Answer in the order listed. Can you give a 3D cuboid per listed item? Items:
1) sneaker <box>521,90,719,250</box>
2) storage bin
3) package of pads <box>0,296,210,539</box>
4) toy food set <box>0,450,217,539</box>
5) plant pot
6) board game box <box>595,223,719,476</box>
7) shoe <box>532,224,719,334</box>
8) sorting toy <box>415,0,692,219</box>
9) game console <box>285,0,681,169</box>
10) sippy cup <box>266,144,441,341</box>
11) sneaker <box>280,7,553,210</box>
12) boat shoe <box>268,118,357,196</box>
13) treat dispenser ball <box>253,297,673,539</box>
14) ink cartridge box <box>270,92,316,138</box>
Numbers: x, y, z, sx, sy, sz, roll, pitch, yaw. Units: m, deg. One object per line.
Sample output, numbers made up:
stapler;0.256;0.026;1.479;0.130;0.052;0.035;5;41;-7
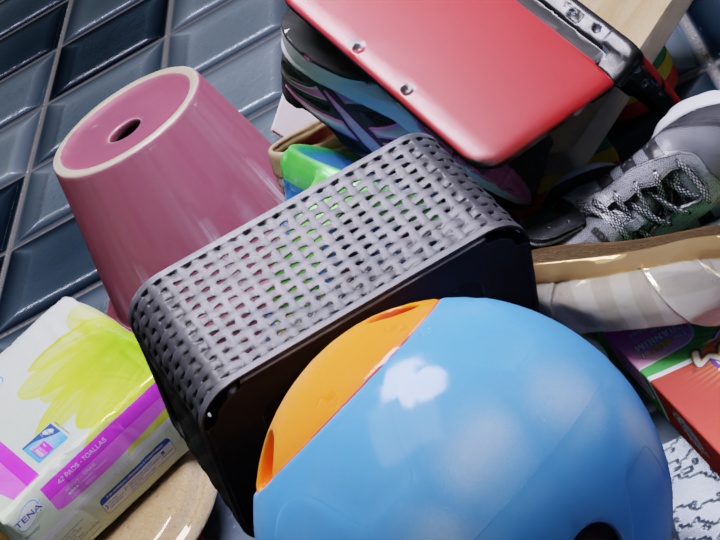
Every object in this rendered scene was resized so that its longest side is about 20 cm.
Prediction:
sneaker;0.166;-0.032;0.995;0.200;0.076;0.114;-29;13;49
storage bin;-0.009;0.036;0.911;0.199;0.136;0.094;-29;49;-13
package of pads;-0.199;0.101;1.112;0.154;0.068;0.200;-44;30;-17
toy food set;-0.173;0.179;1.087;0.197;0.049;0.200;-35;28;-1
plant pot;-0.127;-0.043;1.249;0.199;0.179;0.200;-24;29;15
board game box;0.229;0.036;0.897;0.153;0.040;0.200;-34;28;-1
shoe;0.174;0.007;0.912;0.199;0.054;0.070;-7;5;34
sorting toy;0.129;-0.116;1.210;0.198;0.070;0.200;-3;40;44
game console;0.080;-0.138;1.061;0.119;0.172;0.200;-49;62;7
sippy cup;0.000;0.000;1.079;0.139;0.177;0.131;30;105;56
sneaker;0.033;-0.101;1.095;0.080;0.200;0.086;-50;-9;-30
boat shoe;0.024;-0.113;1.165;0.200;0.069;0.074;-36;28;-5
treat dispenser ball;0.048;0.113;0.798;0.200;0.201;0.201;-25;29;15
ink cartridge box;0.024;-0.184;1.296;0.084;0.146;0.200;28;36;10
